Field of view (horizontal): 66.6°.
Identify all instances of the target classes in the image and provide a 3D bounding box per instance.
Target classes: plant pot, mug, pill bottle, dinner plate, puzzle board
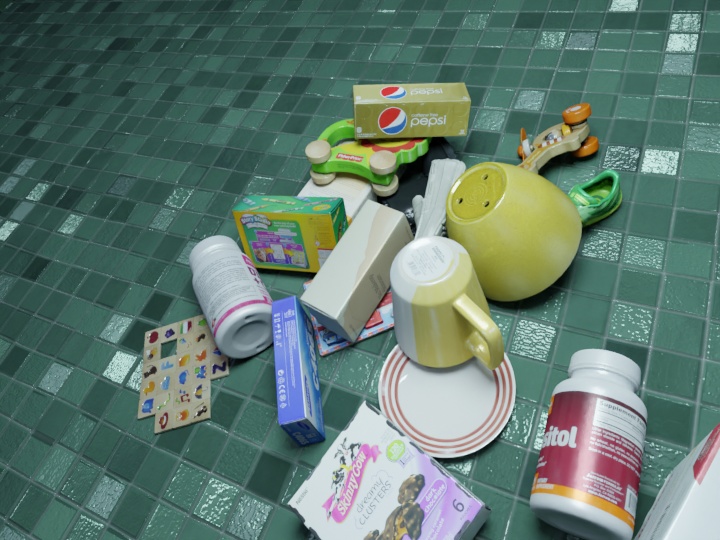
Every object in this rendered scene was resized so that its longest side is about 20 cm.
[{"bbox_3d":[0.205,-0.078,0.814,0.198,0.141,0.203,-26,46,30],"label":"plant pot"},{"bbox_3d":[0.123,0.036,0.772,0.183,0.154,0.151,10,55,25],"label":"mug"},{"bbox_3d":[-0.220,0.039,0.936,0.112,0.114,0.201,-32,53,-6],"label":"pill bottle"},{"bbox_3d":[0.122,0.169,0.790,0.196,0.024,0.204,-9,55,13],"label":"dinner plate"},{"bbox_3d":[0.007,0.042,0.920,0.197,0.018,0.153,-22,53,2],"label":"puzzle board"},{"bbox_3d":[0.278,0.205,0.658,0.111,0.114,0.203,11,60,24],"label":"pill bottle"}]

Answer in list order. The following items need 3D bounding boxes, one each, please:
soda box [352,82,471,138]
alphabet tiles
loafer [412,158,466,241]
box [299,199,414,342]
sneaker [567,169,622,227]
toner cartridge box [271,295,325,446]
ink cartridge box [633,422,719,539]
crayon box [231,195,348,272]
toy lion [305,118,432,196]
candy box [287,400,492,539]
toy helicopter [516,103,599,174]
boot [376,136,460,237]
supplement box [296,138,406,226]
[{"bbox_3d":[0.085,-0.274,0.938,0.195,0.069,0.065,-3,45,-2],"label":"soda box"},{"bbox_3d":[-0.302,0.170,0.940,0.164,0.008,0.203,-16,54,7],"label":"alphabet tiles"},{"bbox_3d":[0.114,-0.092,0.885,0.069,0.070,0.203,15,66,21],"label":"loafer"},{"bbox_3d":[0.000,0.000,0.874,0.077,0.095,0.202,23,72,30],"label":"box"},{"bbox_3d":[0.329,-0.090,0.862,0.199,0.084,0.074,-40,54,-10],"label":"sneaker"},{"bbox_3d":[-0.095,0.149,0.831,0.042,0.096,0.203,-15,54,7],"label":"toner cartridge box"},{"bbox_3d":[0.347,0.254,0.547,0.082,0.201,0.146,30,70,30],"label":"ink cartridge box"},{"bbox_3d":[-0.117,-0.064,0.959,0.196,0.121,0.059,5,35,23],"label":"crayon box"},{"bbox_3d":[0.023,-0.231,0.987,0.196,0.069,0.194,13,55,19],"label":"toy lion"},{"bbox_3d":[0.033,0.297,0.687,0.199,0.072,0.169,34,81,34],"label":"candy box"},{"bbox_3d":[0.311,-0.206,0.945,0.199,0.080,0.131,-41,28,-30],"label":"toy helicopter"},{"bbox_3d":[0.105,-0.152,0.987,0.160,0.074,0.200,-26,57,-2],"label":"boot"},{"bbox_3d":[-0.015,-0.162,1.029,0.124,0.074,0.202,23,65,26],"label":"supplement box"}]
